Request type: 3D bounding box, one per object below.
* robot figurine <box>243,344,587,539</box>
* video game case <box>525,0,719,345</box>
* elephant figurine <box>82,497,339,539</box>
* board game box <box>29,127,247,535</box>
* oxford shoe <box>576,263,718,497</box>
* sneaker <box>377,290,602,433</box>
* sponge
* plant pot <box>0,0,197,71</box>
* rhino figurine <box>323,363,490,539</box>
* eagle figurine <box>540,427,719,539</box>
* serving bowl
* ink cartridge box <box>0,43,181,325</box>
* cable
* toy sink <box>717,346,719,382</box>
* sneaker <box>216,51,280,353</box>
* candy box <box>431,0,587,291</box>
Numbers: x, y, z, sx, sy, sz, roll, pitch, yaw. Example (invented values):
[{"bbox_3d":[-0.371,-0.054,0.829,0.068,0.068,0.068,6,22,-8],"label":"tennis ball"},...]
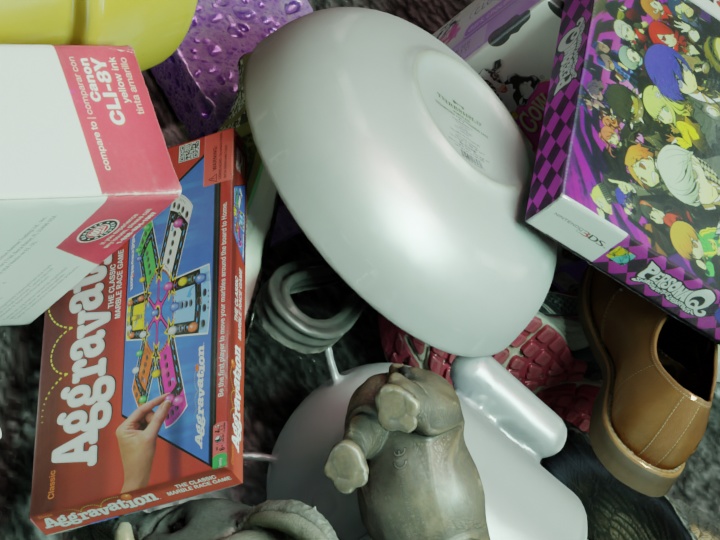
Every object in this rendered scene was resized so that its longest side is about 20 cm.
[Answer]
[{"bbox_3d":[0.033,0.124,1.346,0.200,0.113,0.170,40,75,-17],"label":"robot figurine"},{"bbox_3d":[0.176,-0.065,1.393,0.181,0.036,0.201,31,50,-21],"label":"video game case"},{"bbox_3d":[-0.057,0.162,1.223,0.154,0.141,0.201,21,58,-24],"label":"elephant figurine"},{"bbox_3d":[-0.104,0.026,1.277,0.019,0.102,0.201,53,27,-46],"label":"board game box"},{"bbox_3d":[0.161,0.034,1.414,0.071,0.071,0.200,26,29,-16],"label":"oxford shoe"},{"bbox_3d":[0.089,0.043,1.479,0.199,0.081,0.075,16,28,-35],"label":"sneaker"},{"bbox_3d":[-0.064,-0.117,1.460,0.111,0.030,0.201,-27,86,-46],"label":"sponge"},{"bbox_3d":[-0.204,-0.161,1.259,0.188,0.201,0.202,-24,83,-30],"label":"plant pot"},{"bbox_3d":[0.034,0.137,1.247,0.087,0.059,0.201,-53,131,-70],"label":"rhino figurine"},{"bbox_3d":[0.167,0.186,1.423,0.150,0.152,0.201,6,66,-16],"label":"eagle figurine"},{"bbox_3d":[0.034,-0.057,1.353,0.200,0.066,0.201,37,32,-27],"label":"serving bowl"},{"bbox_3d":[-0.206,-0.035,1.204,0.199,0.145,0.084,-4,68,-42],"label":"ink cartridge box"},{"bbox_3d":[0.000,0.000,1.376,0.097,0.050,0.200,43,37,-11],"label":"cable"},{"bbox_3d":[0.250,0.003,1.609,0.130,0.112,0.201,6,57,-39],"label":"toy sink"},{"bbox_3d":[-0.087,-0.030,1.352,0.088,0.077,0.201,12,61,-2],"label":"sneaker"},{"bbox_3d":[0.130,-0.074,1.505,0.200,0.168,0.072,37,46,-18],"label":"candy box"}]
